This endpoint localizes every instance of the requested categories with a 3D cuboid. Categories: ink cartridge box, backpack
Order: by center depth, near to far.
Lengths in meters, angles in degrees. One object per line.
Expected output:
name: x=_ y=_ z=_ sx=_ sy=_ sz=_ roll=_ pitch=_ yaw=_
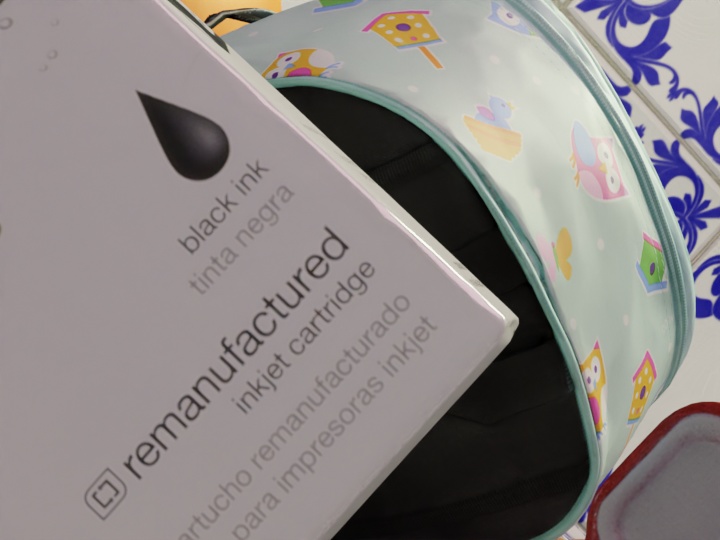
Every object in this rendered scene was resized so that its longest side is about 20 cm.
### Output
ink cartridge box: x=-0.089 y=-0.004 z=0.489 sx=0.200 sy=0.145 sz=0.084 roll=42 pitch=2 yaw=5
backpack: x=0.000 y=0.000 z=0.734 sx=0.199 sy=0.153 sz=0.177 roll=-12 pitch=-71 yaw=45

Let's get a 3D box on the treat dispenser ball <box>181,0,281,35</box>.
treat dispenser ball: x=-0.130 y=-0.099 z=0.971 sx=0.201 sy=0.201 sz=0.201 roll=43 pitch=1 yaw=-1

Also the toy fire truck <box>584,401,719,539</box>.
toy fire truck: x=0.087 y=0.143 z=0.520 sx=0.200 sy=0.168 sz=0.112 roll=44 pitch=2 yaw=34

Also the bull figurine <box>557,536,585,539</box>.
bull figurine: x=0.076 y=0.127 z=0.877 sx=0.121 sy=0.066 sz=0.200 roll=20 pitch=-4 yaw=31
